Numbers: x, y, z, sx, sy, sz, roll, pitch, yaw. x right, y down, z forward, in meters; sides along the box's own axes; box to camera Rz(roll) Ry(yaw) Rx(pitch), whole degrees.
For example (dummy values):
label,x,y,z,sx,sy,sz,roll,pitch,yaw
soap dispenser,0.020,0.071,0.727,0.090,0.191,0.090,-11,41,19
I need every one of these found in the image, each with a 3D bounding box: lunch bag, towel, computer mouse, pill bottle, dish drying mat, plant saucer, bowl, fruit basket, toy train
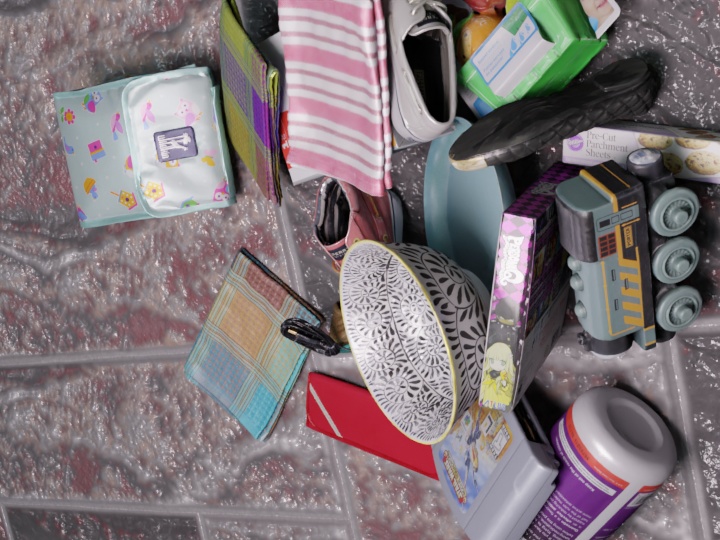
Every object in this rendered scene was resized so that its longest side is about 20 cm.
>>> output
label,x,y,z,sx,sy,sz,roll,pitch,yaw
lunch bag,-0.240,-0.145,1.437,0.199,0.122,0.171,-4,101,30
towel,-0.132,0.093,1.490,0.147,0.022,0.200,39,123,20
computer mouse,0.006,0.099,1.328,0.199,0.034,0.059,18,149,2
pill bottle,0.211,0.214,1.218,0.112,0.112,0.200,46,125,16
dish drying mat,0.021,0.177,1.406,0.200,0.018,0.077,18,113,31
plant saucer,0.110,-0.050,1.210,0.200,0.027,0.201,174,90,-73
towel,-0.027,-0.179,1.176,0.146,0.030,0.201,23,125,47
bowl,0.069,0.053,1.168,0.201,0.094,0.201,46,146,44
fruit basket,0.126,-0.248,1.156,0.200,0.094,0.185,55,128,15
towel,-0.117,-0.179,1.326,0.200,0.023,0.144,91,155,-46
toy train,0.236,-0.011,1.102,0.085,0.114,0.200,-123,17,-54

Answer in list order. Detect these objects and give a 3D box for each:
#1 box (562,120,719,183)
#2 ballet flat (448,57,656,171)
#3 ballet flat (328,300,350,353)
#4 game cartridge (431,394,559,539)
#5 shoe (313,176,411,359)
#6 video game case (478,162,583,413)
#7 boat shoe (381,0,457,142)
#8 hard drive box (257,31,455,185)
label,x,y,z,sx,sy,sz,roll,pitch,yaw
box,0.280,-0.107,1.117,0.200,0.039,0.042,13,114,33
ballet flat,0.175,-0.129,1.111,0.067,0.199,0.057,-113,1,-49
ballet flat,0.042,0.040,1.329,0.200,0.068,0.073,-15,79,42
game cartridge,0.127,0.180,1.241,0.133,0.041,0.200,-58,29,23
shoe,0.000,0.000,1.272,0.071,0.091,0.201,-21,64,39
video game case,0.159,0.010,1.139,0.036,0.200,0.182,12,112,18
boat shoe,0.053,-0.220,1.134,0.066,0.072,0.201,166,102,-65
hard drive box,-0.012,-0.184,1.249,0.200,0.077,0.156,-14,95,57
